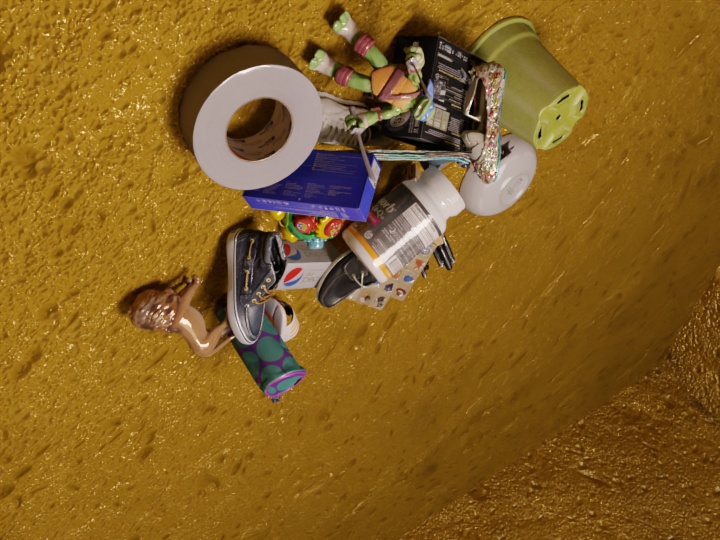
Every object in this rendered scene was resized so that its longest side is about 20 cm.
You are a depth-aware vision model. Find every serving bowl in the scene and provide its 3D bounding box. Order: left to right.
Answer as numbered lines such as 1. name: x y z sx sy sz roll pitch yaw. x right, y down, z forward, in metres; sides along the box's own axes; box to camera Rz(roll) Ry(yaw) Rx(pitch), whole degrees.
1. serving bowl: 0.307 -0.192 1.870 0.199 0.066 0.201 -30 147 -22

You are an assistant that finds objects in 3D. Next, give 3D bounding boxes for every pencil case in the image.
1. pencil case: -0.179 0.132 1.568 0.085 0.201 0.092 -45 153 18

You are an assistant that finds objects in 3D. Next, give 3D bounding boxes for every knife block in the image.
1. knife block: 0.131 -0.086 1.703 0.174 0.064 0.201 19 122 -10

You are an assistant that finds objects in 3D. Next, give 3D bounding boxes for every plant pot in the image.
1. plant pot: 0.303 -0.323 1.585 0.199 0.184 0.201 -30 147 -22

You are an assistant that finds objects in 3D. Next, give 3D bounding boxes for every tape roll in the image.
1. tape roll: -0.157 -0.218 1.259 0.199 0.066 0.202 -19 135 -20

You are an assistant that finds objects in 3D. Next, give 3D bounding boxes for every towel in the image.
1. towel: 0.065 -0.186 1.430 0.198 0.146 0.022 -2 96 -20

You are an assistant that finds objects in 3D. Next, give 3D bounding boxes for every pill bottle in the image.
1. pill bottle: 0.075 -0.082 1.509 0.200 0.117 0.116 -40 150 -2

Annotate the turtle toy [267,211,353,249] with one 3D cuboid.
1. turtle toy: -0.077 -0.112 1.485 0.145 0.101 0.200 -40 150 -6

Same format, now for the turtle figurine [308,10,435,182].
1. turtle figurine: 0.020 -0.277 1.277 0.200 0.193 0.144 -52 178 -39

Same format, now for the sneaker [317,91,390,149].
1. sneaker: -0.038 -0.233 1.403 0.199 0.081 0.077 -9 138 -42

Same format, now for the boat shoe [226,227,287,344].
1. boat shoe: -0.171 0.030 1.470 0.071 0.090 0.202 -26 116 -59

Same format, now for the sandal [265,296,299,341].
1. sandal: -0.155 0.105 1.698 0.059 0.079 0.207 -29 156 -23

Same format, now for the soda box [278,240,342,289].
1. soda box: -0.119 -0.011 1.594 0.199 0.068 0.064 -3 131 -48

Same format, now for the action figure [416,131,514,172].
1. action figure: 0.206 -0.232 1.673 0.199 0.070 0.130 -1 154 -35

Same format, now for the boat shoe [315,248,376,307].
1. boat shoe: 0.000 0.000 1.602 0.200 0.068 0.072 -40 132 6

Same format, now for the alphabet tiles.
1. alphabet tiles: 0.051 -0.018 1.661 0.165 0.006 0.201 19 111 -34

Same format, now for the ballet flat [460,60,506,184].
1. ballet flat: 0.198 -0.245 1.447 0.063 0.076 0.202 1 97 -21

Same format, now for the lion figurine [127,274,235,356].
1. lion figurine: -0.285 0.090 1.464 0.200 0.072 0.123 44 61 -23

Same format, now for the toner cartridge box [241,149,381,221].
1. toner cartridge box: -0.075 -0.136 1.345 0.043 0.198 0.096 56 47 -59

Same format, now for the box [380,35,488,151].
1. box: 0.134 -0.286 1.465 0.199 0.086 0.166 5 96 -53
